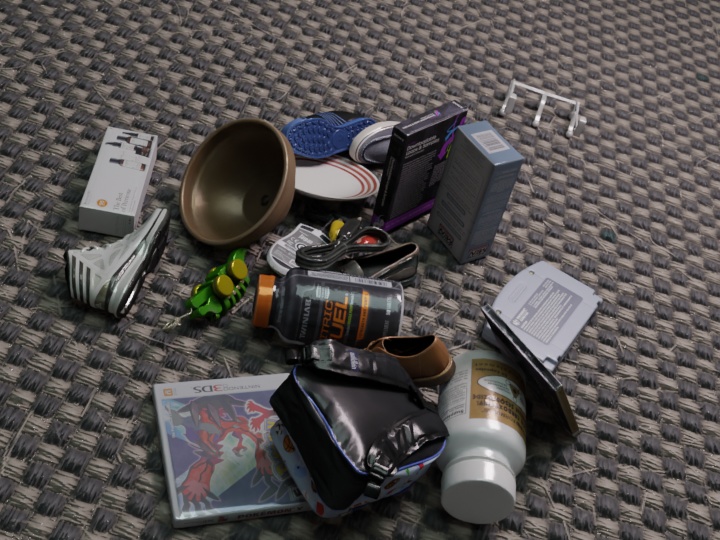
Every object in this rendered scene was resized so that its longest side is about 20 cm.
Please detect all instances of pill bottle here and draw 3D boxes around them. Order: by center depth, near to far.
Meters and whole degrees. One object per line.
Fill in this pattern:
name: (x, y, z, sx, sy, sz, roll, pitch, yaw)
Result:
pill bottle: (0.151, 0.208, 1.237, 0.114, 0.115, 0.201, 13, 43, -3)
pill bottle: (-0.047, 0.054, 1.347, 0.199, 0.107, 0.107, 8, 43, -8)

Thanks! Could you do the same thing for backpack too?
backpack: (0.002, 0.193, 1.170, 0.190, 0.154, 0.200, -5, 54, -42)

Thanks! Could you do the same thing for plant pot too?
plant pot: (-0.166, -0.118, 1.470, 0.093, 0.201, 0.201, 30, 20, -52)

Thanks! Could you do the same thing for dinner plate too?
dinner plate: (-0.068, -0.152, 1.592, 0.199, 0.024, 0.200, 12, 27, -6)

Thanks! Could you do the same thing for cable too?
cable: (-0.024, -0.027, 1.409, 0.097, 0.051, 0.200, 24, 31, 11)

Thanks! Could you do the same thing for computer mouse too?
computer mouse: (-0.080, -0.036, 1.480, 0.109, 0.044, 0.200, 33, 39, 11)

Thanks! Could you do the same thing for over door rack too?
over door rack: (0.338, -0.295, 1.847, 0.147, 0.067, 0.200, 18, 22, 2)

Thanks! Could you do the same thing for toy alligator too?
toy alligator: (-0.201, 0.042, 1.355, 0.054, 0.059, 0.200, 55, 41, -18)

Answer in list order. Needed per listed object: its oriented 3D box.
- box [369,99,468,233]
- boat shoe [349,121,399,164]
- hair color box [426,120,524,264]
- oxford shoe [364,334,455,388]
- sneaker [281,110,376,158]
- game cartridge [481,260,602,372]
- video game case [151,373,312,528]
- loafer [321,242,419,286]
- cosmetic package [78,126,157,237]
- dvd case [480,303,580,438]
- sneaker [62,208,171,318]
box: (0.090, -0.159, 1.542, 0.143, 0.201, 0.036, -28, 57, -38)
boat shoe: (0.085, -0.206, 1.681, 0.199, 0.075, 0.093, -17, 44, -31)
hair color box: (0.174, -0.119, 1.525, 0.060, 0.201, 0.099, -16, 51, -29)
oxford shoe: (0.018, 0.119, 1.275, 0.199, 0.071, 0.072, -15, 37, 14)
sneaker: (-0.066, -0.232, 1.664, 0.199, 0.071, 0.078, -10, 20, -42)
game cartridge: (0.269, 0.066, 1.481, 0.133, 0.042, 0.200, 29, 44, 20)
video game case: (-0.152, 0.214, 1.207, 0.181, 0.023, 0.201, -3, 46, -19)
loafer: (0.000, 0.000, 1.448, 0.199, 0.063, 0.072, -16, 51, -30)
cosmetic package: (-0.365, -0.137, 1.493, 0.082, 0.051, 0.201, 8, 43, -7)
dvd case: (0.225, 0.135, 1.296, 0.016, 0.200, 0.149, -39, 59, -2)
sneaker: (-0.343, -0.031, 1.368, 0.115, 0.076, 0.201, 19, 45, 1)
